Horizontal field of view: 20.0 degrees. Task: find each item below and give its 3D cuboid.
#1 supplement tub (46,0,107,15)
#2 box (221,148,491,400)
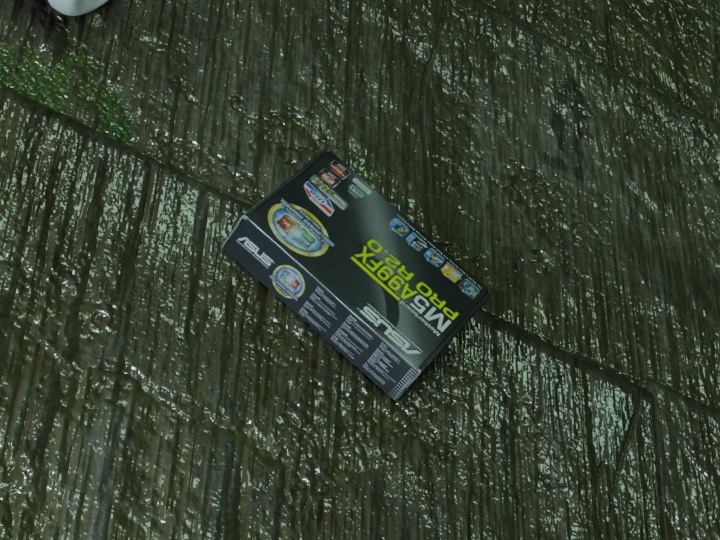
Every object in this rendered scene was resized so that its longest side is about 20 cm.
[{"bbox_3d":[-0.282,-0.339,1.809,0.200,0.145,0.145,43,36,6],"label":"supplement tub"},{"bbox_3d":[0.000,0.000,1.768,0.200,0.044,0.160,42,36,5],"label":"box"}]
